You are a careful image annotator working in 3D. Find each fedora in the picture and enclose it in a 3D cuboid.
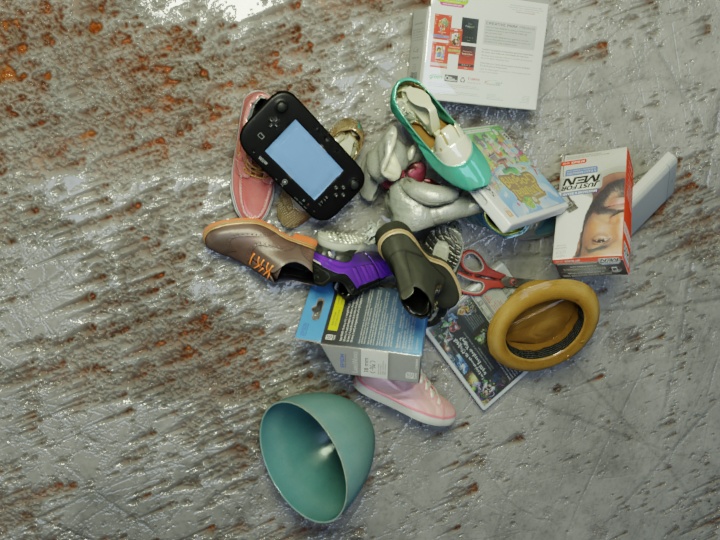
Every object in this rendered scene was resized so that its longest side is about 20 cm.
[{"bbox_3d":[0.300,0.077,1.214,0.195,0.082,0.205,-5,123,-8],"label":"fedora"}]

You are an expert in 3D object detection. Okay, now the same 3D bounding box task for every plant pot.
[{"bbox_3d":[-0.052,0.283,1.177,0.133,0.197,0.206,-22,112,-46],"label":"plant pot"}]

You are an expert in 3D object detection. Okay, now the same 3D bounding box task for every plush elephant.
[{"bbox_3d":[0.071,-0.138,1.101,0.196,0.164,0.159,-16,93,-21],"label":"plush elephant"}]

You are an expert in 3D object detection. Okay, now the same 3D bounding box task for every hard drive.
[{"bbox_3d":[0.460,-0.095,1.232,0.200,0.027,0.132,-45,152,0],"label":"hard drive"}]

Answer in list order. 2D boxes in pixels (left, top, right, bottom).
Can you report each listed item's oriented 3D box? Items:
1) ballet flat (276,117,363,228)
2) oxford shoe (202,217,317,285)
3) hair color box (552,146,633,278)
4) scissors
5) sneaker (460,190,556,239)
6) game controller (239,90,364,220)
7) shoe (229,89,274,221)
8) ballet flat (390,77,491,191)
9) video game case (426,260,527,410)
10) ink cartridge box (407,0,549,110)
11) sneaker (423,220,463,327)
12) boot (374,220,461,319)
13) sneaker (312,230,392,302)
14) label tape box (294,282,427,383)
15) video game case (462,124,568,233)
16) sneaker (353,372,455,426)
[{"bbox_3d":[-0.063,-0.150,1.117,0.070,0.065,0.202,32,95,-18],"label":"ballet flat"},{"bbox_3d":[-0.148,-0.026,1.112,0.195,0.074,0.072,11,134,-15],"label":"oxford shoe"},{"bbox_3d":[0.375,-0.093,1.155,0.064,0.108,0.205,45,49,-48],"label":"hair color box"},{"bbox_3d":[0.247,0.024,1.232,0.195,0.014,0.075,19,91,-9],"label":"scissors"},{"bbox_3d":[0.267,-0.084,1.176,0.194,0.131,0.082,5,101,-14],"label":"sneaker"},{"bbox_3d":[-0.082,-0.161,1.037,0.105,0.042,0.200,-47,123,-1],"label":"game controller"},{"bbox_3d":[-0.157,-0.164,1.077,0.069,0.091,0.206,3,103,-13],"label":"shoe"},{"bbox_3d":[0.106,-0.193,1.002,0.067,0.071,0.201,-38,71,-3],"label":"ballet flat"},{"bbox_3d":[0.231,0.117,1.274,0.181,0.023,0.201,-39,109,-2],"label":"video game case"},{"bbox_3d":[0.180,-0.349,1.115,0.194,0.084,0.181,3,103,-14],"label":"ink cartridge box"},{"bbox_3d":[0.134,0.005,1.196,0.076,0.089,0.204,26,124,13],"label":"sneaker"},{"bbox_3d":[0.096,0.037,1.051,0.077,0.140,0.199,-37,131,20],"label":"boot"},{"bbox_3d":[-0.001,0.000,1.142,0.197,0.069,0.102,7,103,-40],"label":"sneaker"},{"bbox_3d":[0.006,0.093,1.140,0.194,0.146,0.065,6,129,8],"label":"label tape box"},{"bbox_3d":[0.213,-0.147,1.093,0.183,0.198,0.022,53,129,17],"label":"video game case"},{"bbox_3d":[0.094,0.187,1.229,0.196,0.076,0.106,25,102,-13],"label":"sneaker"}]
